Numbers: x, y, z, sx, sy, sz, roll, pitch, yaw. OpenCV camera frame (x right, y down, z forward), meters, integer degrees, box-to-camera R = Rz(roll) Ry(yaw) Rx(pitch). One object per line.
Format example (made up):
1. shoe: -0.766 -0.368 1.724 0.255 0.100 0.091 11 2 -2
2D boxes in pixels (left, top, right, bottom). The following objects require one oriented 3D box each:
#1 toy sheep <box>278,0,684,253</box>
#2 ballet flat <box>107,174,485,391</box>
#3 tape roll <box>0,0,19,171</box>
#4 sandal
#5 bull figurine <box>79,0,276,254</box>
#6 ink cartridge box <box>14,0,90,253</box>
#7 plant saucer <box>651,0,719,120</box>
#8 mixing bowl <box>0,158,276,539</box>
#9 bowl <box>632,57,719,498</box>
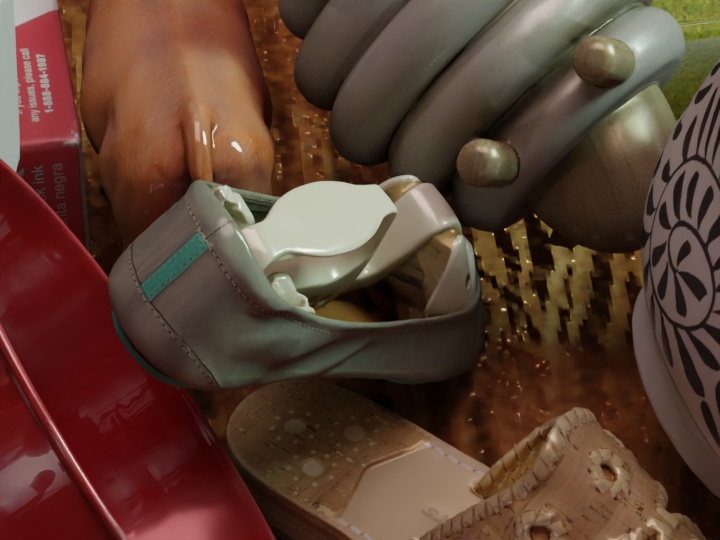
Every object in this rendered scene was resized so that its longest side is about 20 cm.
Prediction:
1. toy sheep: 0.034 -0.086 0.917 0.138 0.138 0.200 -33 81 -32
2. ballet flat: 0.000 0.000 0.860 0.067 0.064 0.200 51 26 18
3. tape roll: -0.205 -0.063 0.846 0.201 0.071 0.203 2 33 -1
4. sandal: 0.048 0.070 0.836 0.211 0.070 0.078 23 46 25
5. bull figurine: -0.062 -0.058 0.943 0.065 0.122 0.200 0 35 -3
6. ink cartridge box: -0.200 -0.047 0.966 0.199 0.083 0.147 -7 42 -8
7. plant saucer: 0.119 -0.146 1.023 0.198 0.048 0.201 -8 77 -8
8. mixing bowl: -0.102 0.074 0.767 0.108 0.200 0.201 -32 43 5
9. bowl: 0.147 0.020 0.852 0.200 0.094 0.202 33 39 -31
